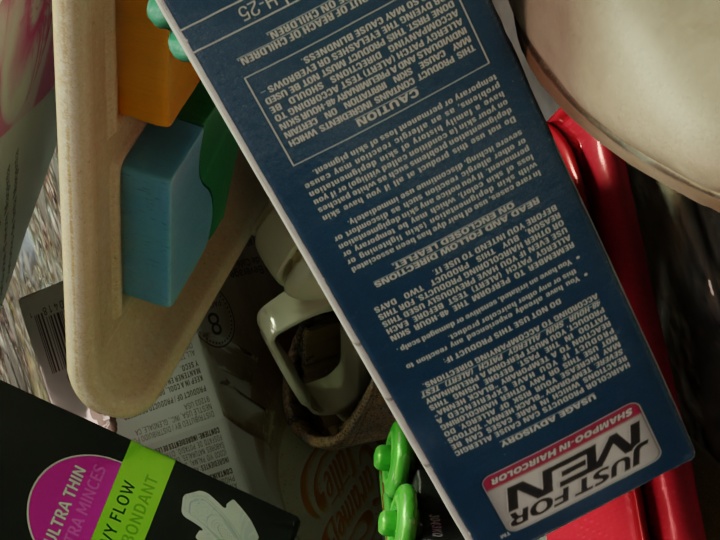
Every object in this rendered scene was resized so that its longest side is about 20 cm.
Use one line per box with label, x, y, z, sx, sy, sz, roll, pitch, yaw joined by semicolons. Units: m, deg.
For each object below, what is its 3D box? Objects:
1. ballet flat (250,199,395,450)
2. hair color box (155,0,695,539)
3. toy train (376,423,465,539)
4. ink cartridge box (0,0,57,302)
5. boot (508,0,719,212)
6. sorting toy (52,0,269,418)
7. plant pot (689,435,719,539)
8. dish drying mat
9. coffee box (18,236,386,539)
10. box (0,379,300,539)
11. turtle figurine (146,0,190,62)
ballet flat;0.000;0.000;0.875;0.200;0.067;0.068;91;157;-53
hair color box;0.005;-0.036;0.601;0.200;0.060;0.100;62;-178;-45
toy train;0.026;0.119;0.760;0.200;0.042;0.056;-95;13;-52
ink cartridge box;-0.135;-0.051;0.927;0.196;0.043;0.200;103;179;-57
boot;0.041;-0.120;0.516;0.200;0.070;0.146;-110;0;-52
sorting toy;-0.041;-0.082;0.800;0.200;0.036;0.185;88;-158;-44
plant pot;0.096;0.139;0.750;0.200;0.027;0.200;163;90;-78
dish drying mat;0.063;0.058;0.702;0.077;0.018;0.200;135;128;-65
coffee box;-0.034;0.087;0.989;0.080;0.114;0.200;-21;86;34
box;-0.146;0.119;0.845;0.124;0.200;0.149;-58;9;49
turtle figurine;-0.005;-0.111;0.678;0.200;0.100;0.150;69;-151;-58
